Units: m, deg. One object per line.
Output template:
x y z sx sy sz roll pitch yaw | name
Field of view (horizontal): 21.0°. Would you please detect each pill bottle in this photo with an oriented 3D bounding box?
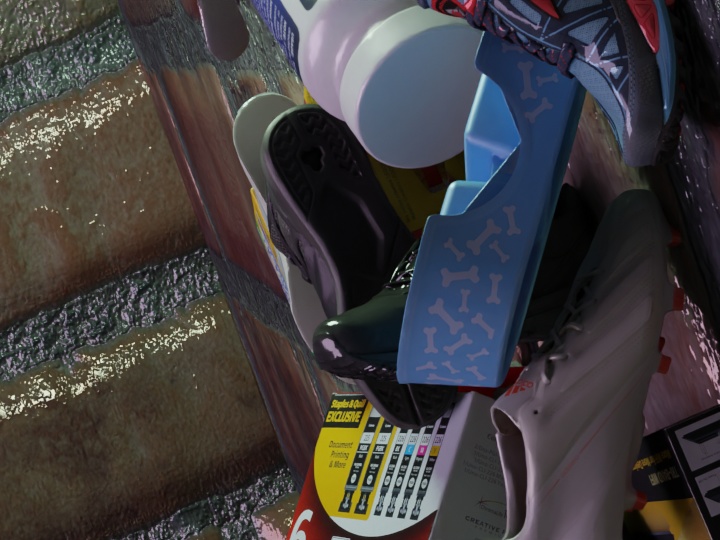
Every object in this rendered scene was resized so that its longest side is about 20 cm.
0.003 -0.156 1.124 0.116 0.115 0.201 79 167 -46 | pill bottle

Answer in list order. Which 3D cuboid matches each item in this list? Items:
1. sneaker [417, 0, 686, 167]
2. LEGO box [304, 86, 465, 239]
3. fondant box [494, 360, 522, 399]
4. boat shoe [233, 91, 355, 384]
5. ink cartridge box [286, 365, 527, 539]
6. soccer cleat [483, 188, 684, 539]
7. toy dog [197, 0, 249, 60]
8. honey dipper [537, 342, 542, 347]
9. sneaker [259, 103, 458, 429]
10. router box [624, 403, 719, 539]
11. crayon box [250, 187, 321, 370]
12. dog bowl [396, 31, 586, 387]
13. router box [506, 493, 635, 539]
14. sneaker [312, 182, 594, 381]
0.074 -0.122 0.866 0.079 0.095 0.201 87 159 -65 | sneaker
0.034 -0.055 1.284 0.149 0.077 0.201 94 153 -69 | LEGO box
0.131 0.165 1.280 0.200 0.058 0.145 -131 22 -66 | fondant box
-0.023 -0.022 1.279 0.071 0.070 0.202 14 -127 -81 | boat shoe
0.044 0.130 1.222 0.200 0.083 0.177 -9 61 63 | ink cartridge box
0.104 0.052 0.922 0.069 0.077 0.202 117 166 -75 | soccer cleat
-0.074 -0.198 1.266 0.096 0.199 0.133 -44 39 46 | toy dog
0.088 -0.037 1.157 0.038 0.038 0.201 88 161 -63 | honey dipper
0.000 0.000 1.172 0.201 0.076 0.114 61 176 2 | sneaker
0.182 0.154 0.988 0.200 0.052 0.158 116 132 -77 | router box
-0.034 -0.002 1.444 0.200 0.051 0.127 101 145 -80 | crayon box
0.067 -0.036 0.923 0.112 0.049 0.202 78 -151 -72 | dog bowl
0.139 0.216 1.039 0.201 0.051 0.150 76 168 -49 | router box
0.050 0.005 1.023 0.076 0.199 0.092 -5 98 48 | sneaker
